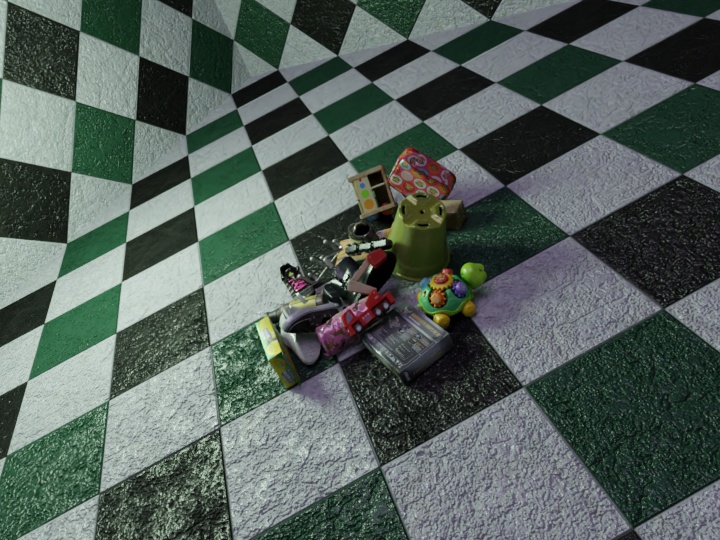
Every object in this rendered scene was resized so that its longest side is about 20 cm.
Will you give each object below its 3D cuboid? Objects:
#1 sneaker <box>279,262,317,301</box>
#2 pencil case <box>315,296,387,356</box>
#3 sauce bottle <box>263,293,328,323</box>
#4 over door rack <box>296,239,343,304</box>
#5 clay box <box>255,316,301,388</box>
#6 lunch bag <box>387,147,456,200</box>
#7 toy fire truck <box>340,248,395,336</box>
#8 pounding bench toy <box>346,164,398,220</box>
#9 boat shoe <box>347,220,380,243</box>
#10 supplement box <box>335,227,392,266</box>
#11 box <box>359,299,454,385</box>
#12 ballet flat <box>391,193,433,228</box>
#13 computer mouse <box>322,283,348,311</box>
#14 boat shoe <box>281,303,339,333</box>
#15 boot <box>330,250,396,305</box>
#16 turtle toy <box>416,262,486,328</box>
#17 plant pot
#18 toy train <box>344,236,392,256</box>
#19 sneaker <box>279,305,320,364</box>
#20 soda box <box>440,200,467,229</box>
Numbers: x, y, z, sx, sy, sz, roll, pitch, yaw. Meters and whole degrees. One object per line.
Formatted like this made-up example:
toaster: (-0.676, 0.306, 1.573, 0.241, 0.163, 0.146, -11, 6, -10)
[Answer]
sneaker: (-0.200, 0.037, 1.818, 0.073, 0.088, 0.200, -33, 35, -11)
pencil case: (-0.024, 0.146, 1.564, 0.198, 0.083, 0.087, -30, 46, -5)
sauce bottle: (-0.189, 0.119, 1.725, 0.197, 0.065, 0.065, -14, 36, 17)
over door rack: (-0.124, -0.008, 1.710, 0.148, 0.066, 0.200, -52, 6, 18)
clay box: (-0.218, 0.223, 1.565, 0.047, 0.116, 0.200, -29, 34, -4)
lunch bag: (0.189, -0.278, 1.871, 0.083, 0.198, 0.177, -60, 3, -32)
toy fire truck: (0.015, 0.057, 1.515, 0.199, 0.049, 0.142, -38, 80, -5)
pounding bench toy: (0.051, -0.256, 1.995, 0.122, 0.159, 0.200, -19, 4, 10)
boat shoe: (0.007, -0.118, 1.763, 0.073, 0.065, 0.200, -35, 27, -11)
supplement box: (0.031, -0.049, 1.790, 0.197, 0.074, 0.127, -14, 37, 18)
box: (0.112, 0.174, 1.470, 0.157, 0.049, 0.200, -36, 36, -14)
ballet flat: (0.149, -0.160, 1.792, 0.200, 0.070, 0.071, -43, 24, 32)
computer mouse: (-0.052, 0.096, 1.701, 0.058, 0.035, 0.200, -12, 33, -25)
boat shoe: (-0.125, 0.137, 1.593, 0.198, 0.069, 0.057, -15, 52, -47)
boot: (0.000, 0.000, 1.657, 0.202, 0.076, 0.168, -60, 41, 15)
turtle toy: (0.232, 0.049, 1.502, 0.197, 0.102, 0.146, -23, 34, -9)
plant pot: (0.160, -0.103, 1.615, 0.196, 0.186, 0.203, 1, 54, -1)
toy train: (0.022, -0.065, 1.653, 0.198, 0.045, 0.035, -7, 75, 53)
sneaker: (-0.171, 0.190, 1.626, 0.081, 0.075, 0.201, -58, 41, 28)
soda box: (0.226, -0.173, 1.831, 0.197, 0.065, 0.068, 3, 44, 37)
